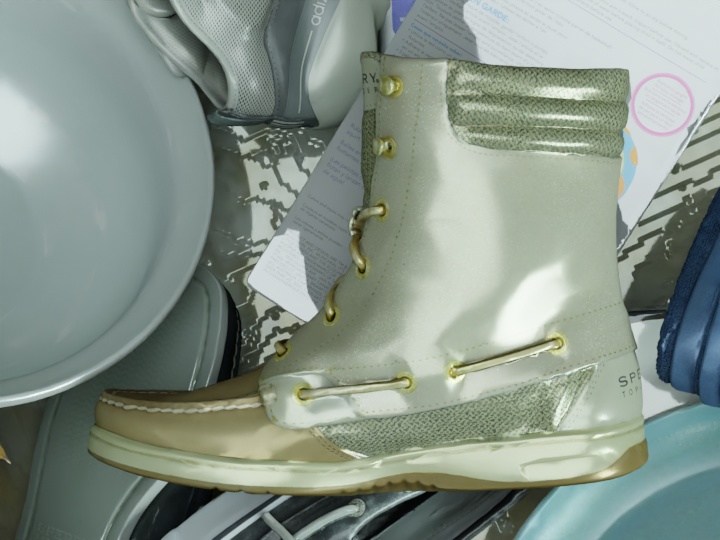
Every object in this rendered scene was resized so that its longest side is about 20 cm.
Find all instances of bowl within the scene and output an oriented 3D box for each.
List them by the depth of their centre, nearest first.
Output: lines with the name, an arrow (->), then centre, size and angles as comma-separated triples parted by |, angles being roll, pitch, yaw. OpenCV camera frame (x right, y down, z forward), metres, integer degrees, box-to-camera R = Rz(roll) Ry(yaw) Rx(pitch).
bowl -> -0.162, -0.027, 0.808 | 0.201, 0.090, 0.201 | 8, 63, -15

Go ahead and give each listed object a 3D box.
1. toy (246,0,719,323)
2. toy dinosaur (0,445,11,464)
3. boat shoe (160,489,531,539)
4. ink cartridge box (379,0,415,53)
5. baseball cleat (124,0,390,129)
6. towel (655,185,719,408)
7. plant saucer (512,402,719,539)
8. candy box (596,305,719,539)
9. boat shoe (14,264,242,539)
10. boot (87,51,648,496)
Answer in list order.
toy -> 0.057, -0.049, 0.800 | 0.115, 0.047, 0.200 | 32, 94, 6
toy dinosaur -> -0.200, 0.069, 0.824 | 0.106, 0.060, 0.200 | -19, 94, 42
boat shoe -> -0.014, 0.116, 0.805 | 0.199, 0.074, 0.068 | -34, 46, -15
ink cartridge box -> 0.055, -0.150, 0.844 | 0.099, 0.039, 0.200 | -1, 90, 4
baseball cleat -> -0.044, -0.153, 0.810 | 0.106, 0.070, 0.200 | -2, 72, -27
towel -> 0.211, 0.021, 0.728 | 0.200, 0.049, 0.112 | 14, 45, 18
plant saucer -> 0.135, 0.138, 0.723 | 0.200, 0.027, 0.200 | -12, 59, 20
candy box -> 0.190, 0.091, 0.813 | 0.200, 0.072, 0.168 | -5, 89, 3
boat shoe -> -0.093, 0.093, 0.836 | 0.076, 0.060, 0.200 | 27, 92, 37
boot -> 0.000, 0.000, 0.748 | 0.200, 0.072, 0.155 | -2, 95, 4
